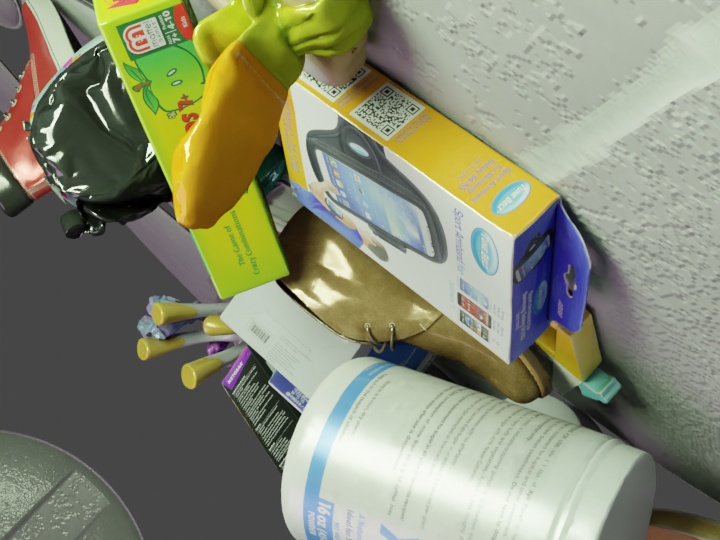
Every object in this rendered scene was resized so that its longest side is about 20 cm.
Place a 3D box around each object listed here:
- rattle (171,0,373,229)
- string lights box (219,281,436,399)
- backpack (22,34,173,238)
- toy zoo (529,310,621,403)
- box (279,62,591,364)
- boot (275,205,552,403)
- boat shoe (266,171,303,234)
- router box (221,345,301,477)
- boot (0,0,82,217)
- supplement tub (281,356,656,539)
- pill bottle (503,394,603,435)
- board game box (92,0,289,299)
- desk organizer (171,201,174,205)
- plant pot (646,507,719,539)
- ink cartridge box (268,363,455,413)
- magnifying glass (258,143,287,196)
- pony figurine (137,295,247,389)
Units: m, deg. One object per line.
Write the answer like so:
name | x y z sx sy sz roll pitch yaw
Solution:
rattle | -0.103 -0.133 0.620 0.200 0.143 0.130 36 -173 6
string lights box | -0.016 0.049 1.013 0.103 0.059 0.200 40 -169 18
backpack | -0.160 -0.107 0.928 0.127 0.167 0.200 60 171 -3
toy zoo | 0.081 0.011 0.797 0.200 0.020 0.131 40 169 19
box | 0.035 -0.034 0.688 0.200 0.041 0.119 40 157 28
boot | 0.028 0.031 0.809 0.200 0.075 0.074 37 164 16
boat shoe | 0.000 0.000 0.930 0.200 0.066 0.072 39 168 21
router box | -0.006 0.139 1.147 0.200 0.051 0.149 10 -148 -45
boot | -0.307 -0.150 1.156 0.200 0.144 0.072 65 -176 26
supplement tub | 0.065 0.140 0.788 0.200 0.132 0.132 17 158 27
pill bottle | 0.135 0.157 0.943 0.104 0.104 0.200 38 168 27
board game box | -0.101 -0.091 0.760 0.102 0.048 0.200 -111 2 -50
desk organizer | -0.146 -0.084 1.134 0.077 0.072 0.200 39 169 32
plant pot | 0.237 0.215 0.859 0.200 0.028 0.200 24 151 14
ink cartridge box | 0.042 0.130 1.103 0.196 0.043 0.200 40 -163 16
magnifying glass | -0.079 -0.056 1.018 0.022 0.080 0.200 40 180 3
pony figurine | -0.109 0.052 1.238 0.193 0.200 0.167 19 112 54
